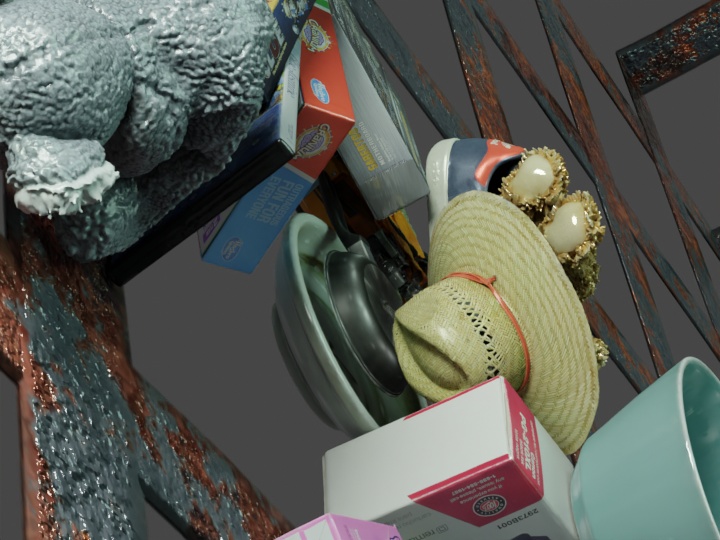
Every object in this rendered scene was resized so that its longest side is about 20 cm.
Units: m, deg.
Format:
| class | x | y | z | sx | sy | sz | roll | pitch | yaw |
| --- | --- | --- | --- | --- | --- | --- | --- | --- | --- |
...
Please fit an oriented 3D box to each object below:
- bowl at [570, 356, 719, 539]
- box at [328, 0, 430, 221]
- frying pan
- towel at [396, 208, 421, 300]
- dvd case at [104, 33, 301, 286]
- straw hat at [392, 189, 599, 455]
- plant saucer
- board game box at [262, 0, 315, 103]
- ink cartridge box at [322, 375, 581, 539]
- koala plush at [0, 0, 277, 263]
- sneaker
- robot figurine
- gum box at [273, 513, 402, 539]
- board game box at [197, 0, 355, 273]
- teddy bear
| class | x | y | z | sx | sy | sz | roll | pitch | yaw |
| --- | --- | --- | --- | --- | --- | --- | --- | --- | --- |
| bowl | 0.212 | 0.170 | 1.593 | 0.201 | 0.105 | 0.201 | 54 | 23 | -36 |
| box | -0.012 | -0.146 | 1.781 | 0.159 | 0.048 | 0.200 | 61 | 7 | -23 |
| frying pan | 0.009 | 0.013 | 1.707 | 0.115 | 0.031 | 0.190 | 54 | 20 | -30 |
| towel | 0.024 | -0.005 | 1.965 | 0.201 | 0.036 | 0.148 | 67 | 14 | 16 |
| dvd case | -0.096 | -0.081 | 1.476 | 0.018 | 0.142 | 0.200 | 46 | 20 | -22 |
| straw hat | 0.072 | 0.049 | 1.630 | 0.201 | 0.085 | 0.202 | 37 | -44 | 46 |
| plant saucer | -0.017 | 0.058 | 1.687 | 0.200 | 0.050 | 0.200 | 56 | 16 | -24 |
| board game box | -0.102 | -0.157 | 1.507 | 0.200 | 0.135 | 0.035 | -70 | 144 | -55 |
| ink cartridge box | 0.085 | 0.186 | 1.618 | 0.200 | 0.144 | 0.085 | 52 | 22 | -36 |
| koala plush | -0.160 | -0.107 | 1.291 | 0.178 | 0.183 | 0.200 | 64 | 26 | 6 |
| sneaker | 0.100 | -0.001 | 1.762 | 0.075 | 0.084 | 0.201 | -18 | 104 | -67 |
| robot figurine | 0.007 | -0.025 | 1.835 | 0.200 | 0.058 | 0.145 | 54 | 12 | 5 |
| gum box | 0.008 | 0.243 | 1.414 | 0.113 | 0.066 | 0.201 | 24 | 41 | -66 |
| board game box | -0.071 | -0.122 | 1.620 | 0.040 | 0.153 | 0.200 | 16 | 40 | -27 |
| teddy bear | 0.133 | 0.006 | 1.657 | 0.145 | 0.067 | 0.201 | 37 | -44 | 49 |
